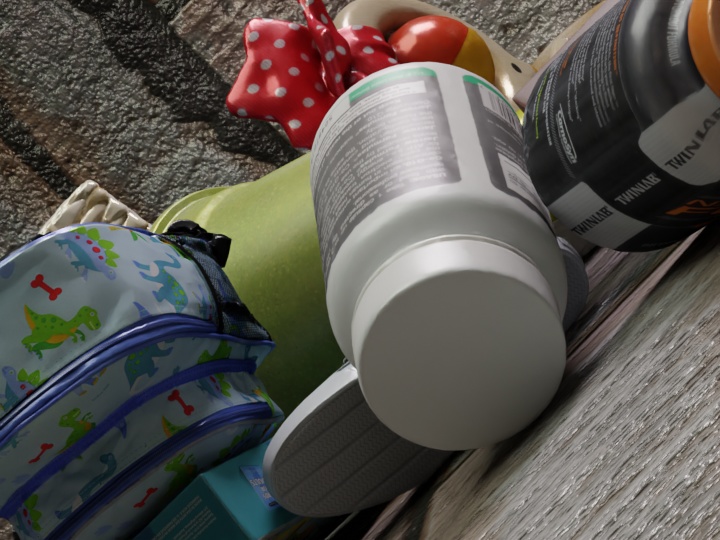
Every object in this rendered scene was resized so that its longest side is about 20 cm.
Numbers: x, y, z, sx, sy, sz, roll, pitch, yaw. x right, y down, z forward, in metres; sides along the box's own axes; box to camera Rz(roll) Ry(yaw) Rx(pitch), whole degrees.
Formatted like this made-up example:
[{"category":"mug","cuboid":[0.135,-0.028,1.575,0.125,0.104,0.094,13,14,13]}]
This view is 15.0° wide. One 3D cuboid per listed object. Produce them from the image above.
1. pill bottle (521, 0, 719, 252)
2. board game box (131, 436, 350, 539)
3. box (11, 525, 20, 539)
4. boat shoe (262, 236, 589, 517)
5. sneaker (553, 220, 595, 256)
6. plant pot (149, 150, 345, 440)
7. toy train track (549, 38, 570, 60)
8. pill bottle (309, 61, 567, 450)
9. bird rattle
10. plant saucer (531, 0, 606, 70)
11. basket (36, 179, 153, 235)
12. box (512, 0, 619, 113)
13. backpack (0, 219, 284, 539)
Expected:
[{"category":"pill bottle","cuboid":[0.148,-0.079,1.196,0.106,0.106,0.200,-46,2,-19]},{"category":"board game box","cuboid":[-0.068,0.145,1.461,0.151,0.047,0.200,-44,-10,28]},{"category":"box","cuboid":[-0.116,0.117,1.683,0.160,0.044,0.200,-3,28,8]},{"category":"boat shoe","cuboid":[0.029,0.052,1.399,0.200,0.072,0.071,-36,26,-12]},{"category":"sneaker","cuboid":[0.167,-0.104,1.634,0.199,0.079,0.130,-56,7,21]},{"category":"plant pot","cuboid":[0.000,0.000,1.594,0.184,0.200,0.200,-36,8,41]},{"category":"toy train track","cuboid":[0.165,-0.120,1.502,0.200,0.032,0.115,1,79,52]},{"category":"pill bottle","cuboid":[0.037,-0.008,1.296,0.113,0.113,0.200,-45,23,19]},{"category":"bird rattle","cuboid":[0.030,-0.095,1.503,0.163,0.199,0.113,-71,2,-61]},{"category":"plant saucer","cuboid":[0.172,-0.137,1.750,0.200,0.036,0.200,-29,-17,-10]},{"category":"basket","cuboid":[-0.168,0.078,1.874,0.200,0.198,0.161,-52,-11,-9]},{"category":"box","cuboid":[0.183,-0.124,1.391,0.200,0.075,0.100,-48,29,-1]},{"category":"backpack","cuboid":[-0.142,0.066,1.412,0.183,0.147,0.200,-39,-18,10]}]
